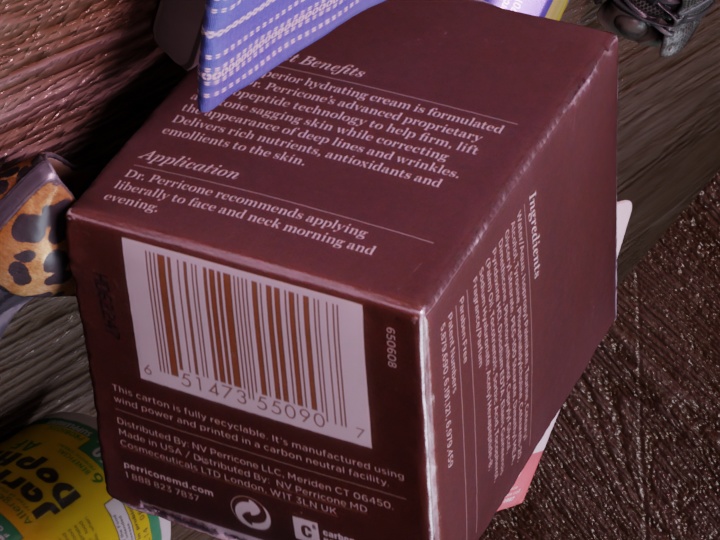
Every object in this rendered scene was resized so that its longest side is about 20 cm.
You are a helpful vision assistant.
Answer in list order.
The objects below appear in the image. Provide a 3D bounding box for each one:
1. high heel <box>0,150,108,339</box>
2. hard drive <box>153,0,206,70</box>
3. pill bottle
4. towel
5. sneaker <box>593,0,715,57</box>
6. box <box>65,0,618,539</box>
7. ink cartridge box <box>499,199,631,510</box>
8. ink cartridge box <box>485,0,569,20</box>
[{"bbox_3d":[-0.094,-0.033,1.149,0.200,0.072,0.143,-32,166,-36],"label":"high heel"},{"bbox_3d":[0.002,-0.175,1.095,0.200,0.026,0.132,-42,170,-26],"label":"hard drive"},{"bbox_3d":[-0.198,0.162,1.401,0.200,0.113,0.113,-34,165,-51],"label":"pill bottle"},{"bbox_3d":[0.001,-0.161,1.013,0.145,0.024,0.201,-35,153,-35],"label":"towel"},{"bbox_3d":[0.204,-0.192,1.756,0.114,0.076,0.199,-54,174,14],"label":"sneaker"},{"bbox_3d":[0.000,0.000,1.136,0.200,0.165,0.165,-53,149,-42],"label":"box"},{"bbox_3d":[0.057,0.038,1.404,0.116,0.067,0.201,-11,131,-42],"label":"ink cartridge box"},{"bbox_3d":[0.080,-0.134,1.342,0.199,0.047,0.200,-63,178,-2],"label":"ink cartridge box"}]
